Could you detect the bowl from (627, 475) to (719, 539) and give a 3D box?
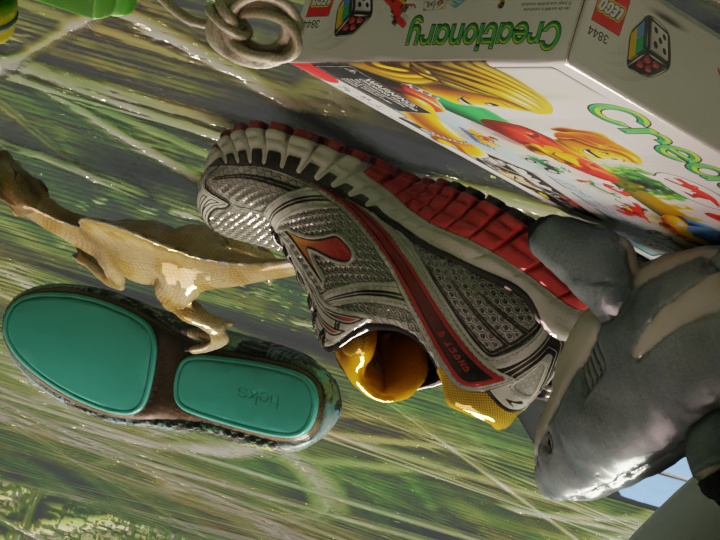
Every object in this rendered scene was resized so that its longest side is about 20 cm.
[{"bbox_3d":[0.175,0.086,0.904,0.090,0.201,0.201,55,163,-5],"label":"bowl"}]

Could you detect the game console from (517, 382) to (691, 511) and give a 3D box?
[{"bbox_3d":[0.179,0.102,1.476,0.200,0.031,0.177,15,169,18],"label":"game console"}]

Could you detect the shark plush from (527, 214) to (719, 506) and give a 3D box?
[{"bbox_3d":[0.125,0.040,0.913,0.091,0.083,0.200,26,168,-37],"label":"shark plush"}]

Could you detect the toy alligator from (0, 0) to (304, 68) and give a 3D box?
[{"bbox_3d":[-0.104,-0.101,0.880,0.200,0.059,0.054,15,-149,10],"label":"toy alligator"}]

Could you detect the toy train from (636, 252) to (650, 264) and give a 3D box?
[{"bbox_3d":[0.161,0.012,1.050,0.200,0.034,0.046,23,179,-25],"label":"toy train"}]

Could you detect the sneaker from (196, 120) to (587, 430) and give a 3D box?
[{"bbox_3d":[0.000,0.000,1.089,0.078,0.082,0.200,28,177,-41],"label":"sneaker"}]

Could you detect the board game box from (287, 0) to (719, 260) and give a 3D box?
[{"bbox_3d":[0.092,-0.038,0.897,0.200,0.035,0.126,26,167,-36],"label":"board game box"}]

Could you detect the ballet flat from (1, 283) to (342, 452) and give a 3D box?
[{"bbox_3d":[-0.102,0.056,1.635,0.200,0.074,0.074,19,170,17],"label":"ballet flat"}]

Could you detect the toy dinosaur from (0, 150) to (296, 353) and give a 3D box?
[{"bbox_3d":[-0.078,-0.003,1.307,0.200,0.058,0.101,13,167,27],"label":"toy dinosaur"}]
